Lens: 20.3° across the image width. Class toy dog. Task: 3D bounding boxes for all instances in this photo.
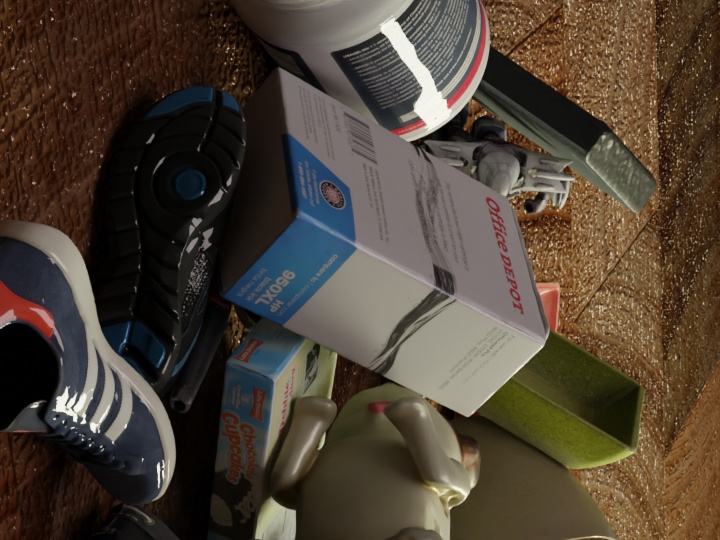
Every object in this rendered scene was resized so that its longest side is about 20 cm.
[{"bbox_3d":[0.019,0.159,1.278,0.200,0.139,0.195,-77,147,-52],"label":"toy dog"}]

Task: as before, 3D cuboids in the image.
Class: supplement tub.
[{"bbox_3d":[-0.005,-0.182,1.303,0.200,0.139,0.141,51,49,-60],"label":"supplement tub"}]

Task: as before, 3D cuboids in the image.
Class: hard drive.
[{"bbox_3d":[0.128,-0.126,1.539,0.033,0.200,0.139,-53,151,2],"label":"hard drive"}]

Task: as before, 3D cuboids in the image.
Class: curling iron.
[{"bbox_3d":[-0.082,0.024,1.259,0.200,0.049,0.026,-61,151,-55],"label":"curling iron"}]

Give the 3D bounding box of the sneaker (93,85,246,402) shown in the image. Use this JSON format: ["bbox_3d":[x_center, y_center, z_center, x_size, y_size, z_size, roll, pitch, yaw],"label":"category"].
[{"bbox_3d":[-0.118,-0.013,1.186,0.082,0.073,0.201,85,22,-71],"label":"sneaker"}]

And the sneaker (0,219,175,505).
[{"bbox_3d":[-0.165,0.071,1.073,0.085,0.075,0.201,-62,140,-39],"label":"sneaker"}]

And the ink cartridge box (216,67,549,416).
[{"bbox_3d":[0.009,-0.016,1.262,0.199,0.084,0.145,27,33,-28],"label":"ink cartridge box"}]

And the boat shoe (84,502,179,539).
[{"bbox_3d":[-0.087,0.221,1.189,0.200,0.072,0.068,48,32,-11],"label":"boat shoe"}]

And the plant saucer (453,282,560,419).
[{"bbox_3d":[0.128,0.109,1.819,0.200,0.036,0.201,0,95,-66],"label":"plant saucer"}]

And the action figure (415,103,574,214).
[{"bbox_3d":[0.094,-0.083,1.536,0.200,0.129,0.070,-108,-143,-72],"label":"action figure"}]

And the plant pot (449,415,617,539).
[{"bbox_3d":[0.087,0.194,1.586,0.200,0.199,0.135,37,29,-64],"label":"plant pot"}]

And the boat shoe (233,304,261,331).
[{"bbox_3d":[-0.001,-0.003,1.383,0.201,0.060,0.073,-18,95,-43],"label":"boat shoe"}]

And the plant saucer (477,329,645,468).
[{"bbox_3d":[0.129,0.086,1.614,0.048,0.199,0.200,-60,177,15],"label":"plant saucer"}]

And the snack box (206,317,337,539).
[{"bbox_3d":[-0.057,0.112,1.313,0.116,0.037,0.201,-53,157,-52],"label":"snack box"}]
